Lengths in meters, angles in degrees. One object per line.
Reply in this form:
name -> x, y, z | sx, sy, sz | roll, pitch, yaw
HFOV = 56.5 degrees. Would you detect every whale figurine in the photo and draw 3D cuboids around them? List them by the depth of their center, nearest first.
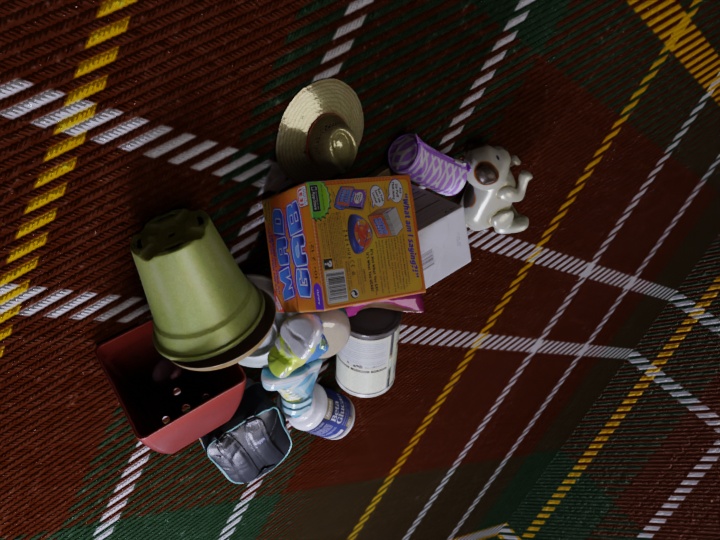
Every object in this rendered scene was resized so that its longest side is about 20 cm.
whale figurine -> -0.120, 0.113, 1.338 | 0.197, 0.105, 0.160 | -12, 138, -2

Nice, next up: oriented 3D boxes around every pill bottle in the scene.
pill bottle -> -0.105, 0.323, 1.564 | 0.111, 0.111, 0.200 | -49, 142, 4

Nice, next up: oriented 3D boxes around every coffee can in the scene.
coffee can -> 0.014, 0.165, 1.508 | 0.145, 0.146, 0.202 | -22, 136, -27

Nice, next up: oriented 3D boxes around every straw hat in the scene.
straw hat -> -0.048, -0.218, 1.160 | 0.199, 0.085, 0.203 | -25, 137, -26

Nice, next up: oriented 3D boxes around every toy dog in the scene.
toy dog -> 0.277, -0.192, 1.472 | 0.191, 0.141, 0.201 | -10, 139, 5

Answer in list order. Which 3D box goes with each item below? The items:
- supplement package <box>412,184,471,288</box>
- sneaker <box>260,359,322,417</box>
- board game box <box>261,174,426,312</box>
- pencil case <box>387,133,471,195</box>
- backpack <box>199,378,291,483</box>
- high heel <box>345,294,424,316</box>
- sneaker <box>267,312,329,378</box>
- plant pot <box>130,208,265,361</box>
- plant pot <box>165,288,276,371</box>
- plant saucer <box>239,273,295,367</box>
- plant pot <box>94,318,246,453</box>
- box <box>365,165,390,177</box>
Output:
supplement package -> 0.097, -0.074, 1.279 | 0.119, 0.199, 0.123 | -29, 124, -21
sneaker -> -0.144, 0.249, 1.367 | 0.199, 0.078, 0.133 | -8, 111, -65
board game box -> -0.033, -0.043, 1.158 | 0.197, 0.199, 0.204 | -8, 90, -29
pencil case -> 0.141, -0.210, 1.344 | 0.085, 0.085, 0.199 | -27, 156, 35
backpack -> -0.243, 0.344, 1.419 | 0.175, 0.153, 0.202 | -33, 130, -13
high heel -> 0.038, 0.082, 1.417 | 0.198, 0.097, 0.067 | -26, 175, -7
sneaker -> -0.094, 0.118, 1.191 | 0.104, 0.076, 0.200 | -23, 166, -38
plant pot -> -0.276, 0.010, 1.087 | 0.199, 0.200, 0.186 | -30, 128, -19
plant pot -> -0.234, 0.100, 1.132 | 0.198, 0.200, 0.028 | -30, 129, -19
plant saucer -> -0.201, 0.106, 1.245 | 0.196, 0.050, 0.203 | 1, 118, 1
plant pot -> -0.328, 0.211, 1.205 | 0.198, 0.200, 0.177 | -27, 149, -22
box -> -0.011, -0.100, 1.351 | 0.199, 0.021, 0.165 | -35, 141, -15
